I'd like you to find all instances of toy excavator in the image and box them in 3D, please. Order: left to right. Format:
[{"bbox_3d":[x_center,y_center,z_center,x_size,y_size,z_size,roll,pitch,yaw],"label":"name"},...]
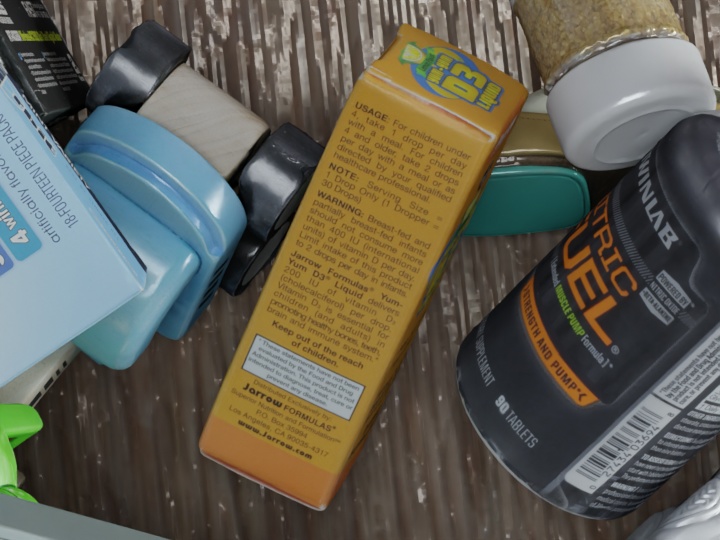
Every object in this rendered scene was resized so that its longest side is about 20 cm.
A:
[{"bbox_3d":[-0.124,0.018,1.290,0.100,0.194,0.200,38,63,4],"label":"toy excavator"}]

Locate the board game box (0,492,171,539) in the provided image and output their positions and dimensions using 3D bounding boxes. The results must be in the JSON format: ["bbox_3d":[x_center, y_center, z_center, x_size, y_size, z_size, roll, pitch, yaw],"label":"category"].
[{"bbox_3d":[-0.114,0.203,1.179,0.148,0.064,0.200,17,96,-15],"label":"board game box"}]

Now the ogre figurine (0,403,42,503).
[{"bbox_3d":[-0.198,0.086,1.234,0.120,0.098,0.200,-33,55,15],"label":"ogre figurine"}]

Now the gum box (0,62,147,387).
[{"bbox_3d":[-0.211,-0.009,1.137,0.200,0.045,0.170,-33,101,5],"label":"gum box"}]

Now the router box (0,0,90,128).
[{"bbox_3d":[-0.198,-0.059,1.255,0.150,0.200,0.062,-29,94,3],"label":"router box"}]

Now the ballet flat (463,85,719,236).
[{"bbox_3d":[0.105,-0.051,1.311,0.200,0.069,0.063,1,61,2],"label":"ballet flat"}]

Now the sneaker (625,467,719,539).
[{"bbox_3d":[0.183,0.131,1.272,0.200,0.075,0.114,-41,88,-14],"label":"sneaker"}]

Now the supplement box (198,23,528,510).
[{"bbox_3d":[0.000,0.000,1.267,0.069,0.067,0.200,25,118,5],"label":"supplement box"}]

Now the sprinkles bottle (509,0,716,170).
[{"bbox_3d":[0.087,-0.143,1.273,0.068,0.068,0.200,-20,68,3],"label":"sprinkles bottle"}]

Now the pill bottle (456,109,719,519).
[{"bbox_3d":[0.138,0.006,1.238,0.106,0.106,0.200,45,120,4],"label":"pill bottle"}]
